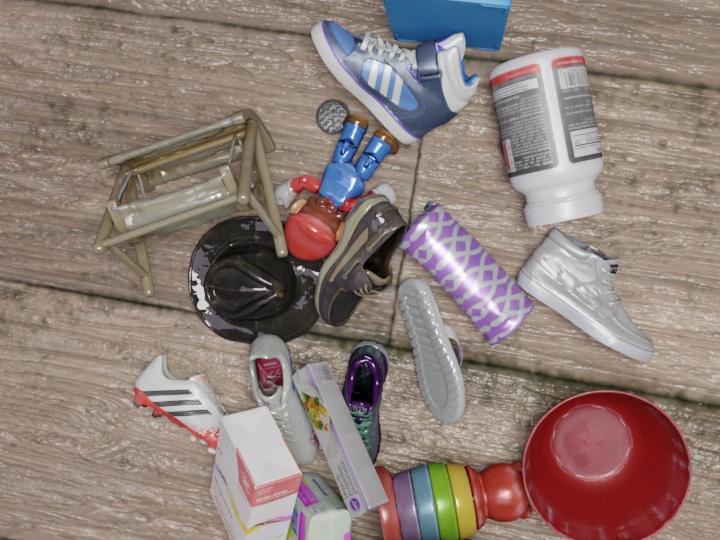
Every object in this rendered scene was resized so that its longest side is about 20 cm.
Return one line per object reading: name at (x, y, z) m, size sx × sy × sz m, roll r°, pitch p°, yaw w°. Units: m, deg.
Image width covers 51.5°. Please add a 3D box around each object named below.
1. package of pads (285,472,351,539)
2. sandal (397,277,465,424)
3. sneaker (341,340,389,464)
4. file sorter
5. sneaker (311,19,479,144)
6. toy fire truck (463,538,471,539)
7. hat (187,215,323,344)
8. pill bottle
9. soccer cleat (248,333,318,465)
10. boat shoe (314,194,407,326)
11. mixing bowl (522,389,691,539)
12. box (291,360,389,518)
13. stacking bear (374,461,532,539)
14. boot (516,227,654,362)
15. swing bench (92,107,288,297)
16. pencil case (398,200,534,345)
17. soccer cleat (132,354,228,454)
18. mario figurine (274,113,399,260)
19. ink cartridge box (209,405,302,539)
package of pads at (-0.066, 0.388, 1.002) m, size 0.068 × 0.154 × 0.201 m, roll 0°, pitch 96°, yaw -21°
sandal at (0.107, 0.104, 0.997) m, size 0.050 × 0.082 × 0.203 m, roll -17°, pitch 93°, yaw -34°
sneaker at (-0.008, 0.198, 1.005) m, size 0.074 × 0.088 × 0.201 m, roll 7°, pitch 97°, yaw 7°
file sorter at (0.107, -0.347, 0.875) m, size 0.138 × 0.200 × 0.123 m, roll 7°, pitch 95°, yaw 7°
sneaker at (0.054, -0.266, 0.924) m, size 0.146 × 0.081 × 0.200 m, roll -36°, pitch 110°, yaw 27°
toy fire truck at (0.079, 0.412, 0.963) m, size 0.200 × 0.168 × 0.112 m, roll -20°, pitch 54°, yaw 9°
hat at (-0.148, 0.018, 1.008) m, size 0.200 × 0.081 × 0.201 m, roll 1°, pitch 95°, yaw 7°
pill bottle at (0.233, -0.161, 0.920) m, size 0.116 × 0.116 × 0.201 m, roll -11°, pitch 95°, yaw 9°
soccer cleat at (-0.111, 0.186, 1.012) m, size 0.070 × 0.086 × 0.200 m, roll -15°, pitch 102°, yaw 9°
boat shoe at (0.000, 0.000, 0.961) m, size 0.073 × 0.074 × 0.200 m, roll 43°, pitch 128°, yaw 31°
mixing bowl at (0.305, 0.236, 0.958) m, size 0.200 × 0.108 × 0.201 m, roll 1°, pitch 97°, yaw 7°
box at (-0.028, 0.213, 0.959) m, size 0.039 × 0.041 × 0.200 m, roll -40°, pitch 67°, yaw 35°
stacking bear at (0.124, 0.305, 0.991) m, size 0.199 × 0.114 × 0.122 m, roll -10°, pitch 77°, yaw 0°
boot at (0.306, 0.028, 0.951) m, size 0.200 × 0.074 × 0.096 m, roll 33°, pitch 106°, yaw 4°
swing bench at (-0.213, -0.101, 0.939) m, size 0.198 × 0.130 × 0.200 m, roll -17°, pitch 56°, yaw 9°
pencil case at (0.132, 0.006, 0.971) m, size 0.200 × 0.084 × 0.086 m, roll 47°, pitch 138°, yaw 3°
soccer cleat at (-0.221, 0.192, 1.046) m, size 0.200 × 0.069 × 0.085 m, roll 29°, pitch 85°, yaw 2°
mario figurine at (-0.034, -0.103, 0.996) m, size 0.123 × 0.106 × 0.200 m, roll 32°, pitch 89°, yaw 41°
ink cartridge box at (-0.143, 0.290, 0.979) m, size 0.067 × 0.117 × 0.200 m, roll -11°, pitch 134°, yaw -29°
